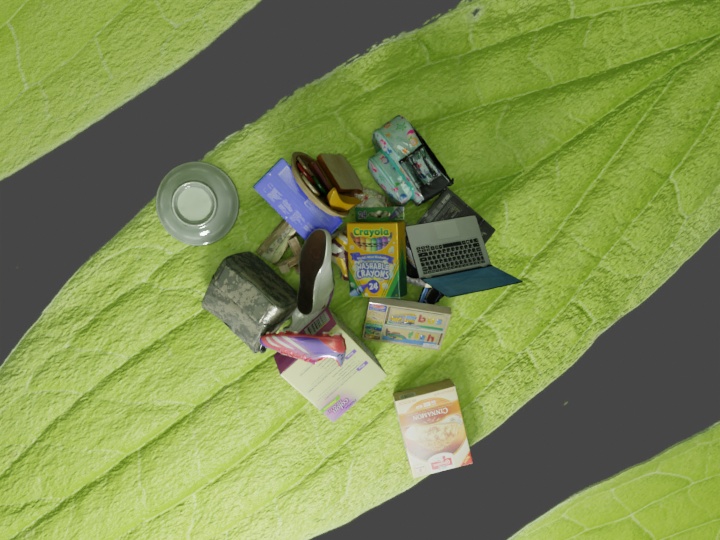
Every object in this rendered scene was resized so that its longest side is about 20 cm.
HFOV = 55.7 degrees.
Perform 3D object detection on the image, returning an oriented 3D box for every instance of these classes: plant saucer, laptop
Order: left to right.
[{"bbox_3d":[-0.390,-0.158,1.615,0.198,0.050,0.202,0,96,-1],"label":"plant saucer"},{"bbox_3d":[0.224,-0.037,1.504,0.186,0.116,0.201,-10,76,-20],"label":"laptop"}]

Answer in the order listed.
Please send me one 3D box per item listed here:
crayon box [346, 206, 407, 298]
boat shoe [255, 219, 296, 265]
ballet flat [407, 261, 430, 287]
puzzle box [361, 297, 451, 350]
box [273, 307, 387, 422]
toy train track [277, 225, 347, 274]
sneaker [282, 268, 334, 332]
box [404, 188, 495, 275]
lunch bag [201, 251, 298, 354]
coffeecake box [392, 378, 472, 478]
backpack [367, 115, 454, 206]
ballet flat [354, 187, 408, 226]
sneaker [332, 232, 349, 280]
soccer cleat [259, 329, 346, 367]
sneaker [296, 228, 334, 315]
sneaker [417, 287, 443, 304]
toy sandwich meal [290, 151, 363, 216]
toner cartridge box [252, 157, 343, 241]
[{"bbox_3d":[0.036,-0.042,1.537,0.125,0.052,0.202,1,98,25],"label":"crayon box"},{"bbox_3d":[-0.177,-0.110,1.616,0.062,0.073,0.201,29,95,-7],"label":"boat shoe"},{"bbox_3d":[0.100,-0.020,1.598,0.199,0.057,0.067,30,76,2],"label":"ballet flat"},{"bbox_3d":[0.109,0.128,1.638,0.198,0.026,0.134,8,132,-2],"label":"puzzle box"},{"bbox_3d":[-0.071,0.223,1.611,0.176,0.097,0.200,-42,117,3],"label":"box"},{"bbox_3d":[-0.103,-0.047,1.623,0.199,0.033,0.115,-30,132,-11],"label":"toy train track"},{"bbox_3d":[-0.124,0.076,1.636,0.099,0.075,0.201,21,95,-5],"label":"sneaker"},{"bbox_3d":[0.201,-0.073,1.598,0.158,0.048,0.200,41,66,-2],"label":"box"},{"bbox_3d":[-0.264,0.076,1.588,0.200,0.139,0.168,40,110,11],"label":"lunch bag"},{"bbox_3d":[0.177,0.388,1.681,0.152,0.073,0.201,-14,97,-1],"label":"coffeecake box"},{"bbox_3d":[0.099,-0.246,1.561,0.150,0.178,0.201,-29,90,-2],"label":"backpack"},{"bbox_3d":[0.061,-0.128,1.628,0.200,0.064,0.076,40,93,-5],"label":"ballet flat"},{"bbox_3d":[0.000,0.000,1.629,0.200,0.075,0.090,40,95,-11],"label":"sneaker"},{"bbox_3d":[-0.128,0.171,1.497,0.198,0.067,0.077,0,83,11],"label":"soccer cleat"},{"bbox_3d":[-0.094,-0.001,1.558,0.072,0.084,0.201,22,108,30],"label":"sneaker"},{"bbox_3d":[0.199,0.032,1.646,0.077,0.070,0.201,25,93,3],"label":"sneaker"},{"bbox_3d":[-0.072,-0.206,1.543,0.070,0.205,0.205,-39,96,21],"label":"toy sandwich meal"},{"bbox_3d":[-0.142,-0.151,1.551,0.095,0.043,0.200,-45,105,-3],"label":"toner cartridge box"}]
